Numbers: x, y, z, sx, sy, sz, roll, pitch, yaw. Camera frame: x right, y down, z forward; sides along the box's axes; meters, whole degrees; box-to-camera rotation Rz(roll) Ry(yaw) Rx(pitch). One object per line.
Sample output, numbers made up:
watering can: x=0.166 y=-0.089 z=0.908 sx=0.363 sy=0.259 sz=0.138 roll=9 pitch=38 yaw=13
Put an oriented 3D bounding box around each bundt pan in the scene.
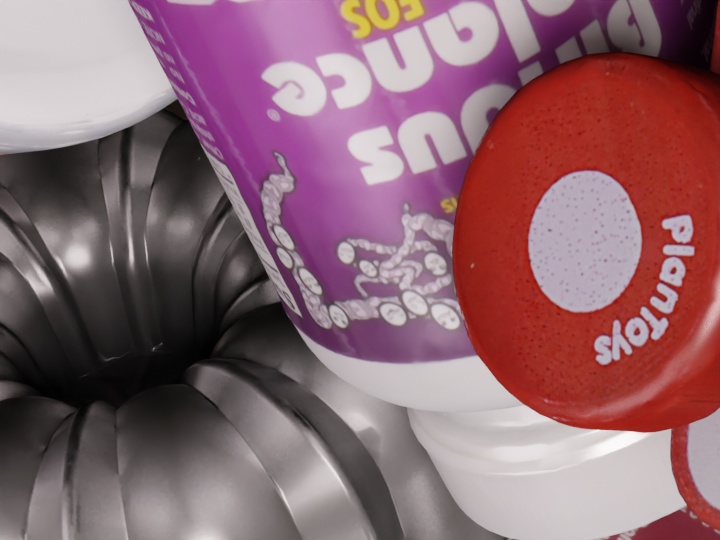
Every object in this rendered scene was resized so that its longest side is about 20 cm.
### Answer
bundt pan: x=-0.058 y=0.029 z=0.713 sx=0.202 sy=0.202 sz=0.076 roll=22 pitch=142 yaw=34

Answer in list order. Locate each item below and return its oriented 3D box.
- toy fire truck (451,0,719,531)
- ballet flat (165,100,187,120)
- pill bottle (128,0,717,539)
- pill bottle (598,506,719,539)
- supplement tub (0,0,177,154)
toy fire truck: x=0.118 y=-0.039 z=0.496 sx=0.168 sy=0.201 sz=0.112 roll=8 pitch=180 yaw=43
ballet flat: x=0.000 y=0.000 z=0.828 sx=0.200 sy=0.068 sz=0.067 roll=30 pitch=143 yaw=9
pill bottle: x=0.020 y=-0.043 z=0.596 sx=0.112 sy=0.112 sz=0.200 roll=13 pitch=138 yaw=47
pill bottle: x=0.118 y=0.120 z=0.911 sx=0.200 sy=0.114 sz=0.114 roll=31 pitch=159 yaw=14
supplement tub: x=-0.111 y=-0.087 z=0.703 sx=0.123 sy=0.123 sz=0.200 roll=44 pitch=163 yaw=-19
